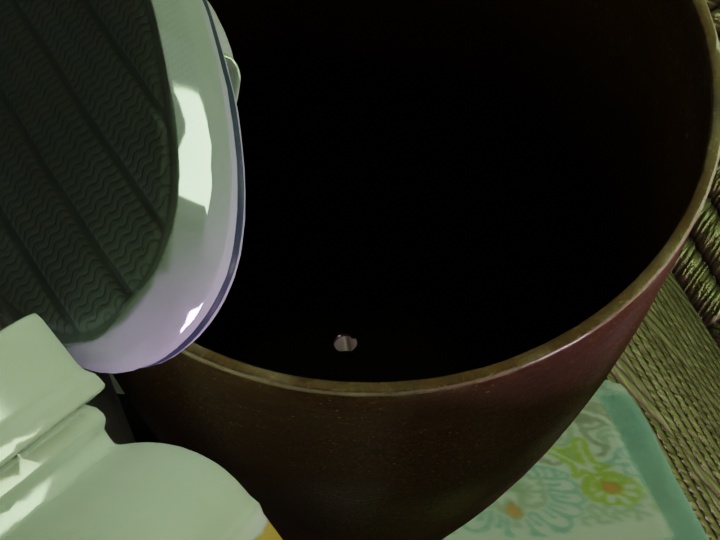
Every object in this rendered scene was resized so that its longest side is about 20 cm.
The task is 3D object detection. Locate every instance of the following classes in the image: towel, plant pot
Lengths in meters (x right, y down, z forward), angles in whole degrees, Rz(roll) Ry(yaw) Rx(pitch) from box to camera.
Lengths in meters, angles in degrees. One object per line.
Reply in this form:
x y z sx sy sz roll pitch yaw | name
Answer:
0.035 0.103 1.016 0.200 0.171 0.048 -112 -157 -60 | towel
0.000 0.000 0.834 0.187 0.187 0.200 58 -16 26 | plant pot

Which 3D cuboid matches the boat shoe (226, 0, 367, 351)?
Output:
-0.032 -0.039 0.932 0.057 0.067 0.200 -106 -170 -46 | boat shoe

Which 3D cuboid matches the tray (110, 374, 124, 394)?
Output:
-0.129 -0.041 0.972 0.200 0.022 0.107 51 54 -12 | tray

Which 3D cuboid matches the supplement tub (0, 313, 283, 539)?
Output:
-0.048 0.124 0.528 0.200 0.145 0.145 53 9 -2 | supplement tub

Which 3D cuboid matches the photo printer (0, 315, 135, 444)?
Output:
-0.105 0.060 0.709 0.166 0.069 0.200 44 13 -44 | photo printer

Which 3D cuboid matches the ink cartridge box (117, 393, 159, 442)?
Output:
-0.024 0.114 0.889 0.095 0.037 0.200 7 36 -25 | ink cartridge box

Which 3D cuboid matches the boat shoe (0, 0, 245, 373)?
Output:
-0.055 -0.048 0.627 0.067 0.074 0.200 28 26 -40 | boat shoe
